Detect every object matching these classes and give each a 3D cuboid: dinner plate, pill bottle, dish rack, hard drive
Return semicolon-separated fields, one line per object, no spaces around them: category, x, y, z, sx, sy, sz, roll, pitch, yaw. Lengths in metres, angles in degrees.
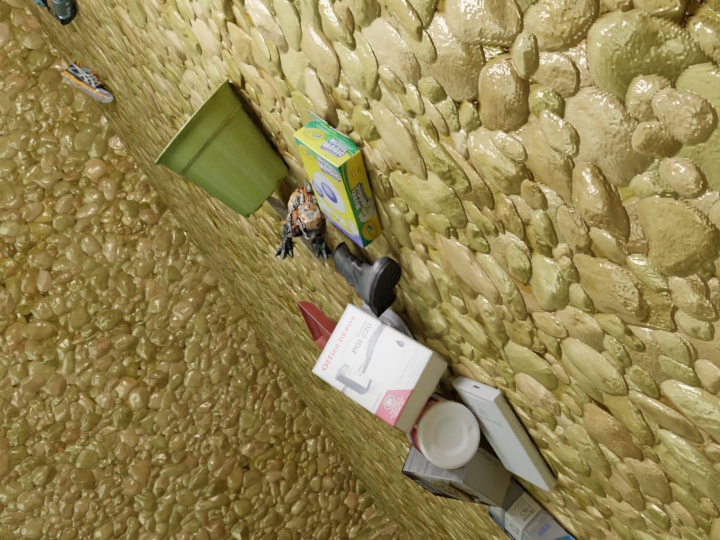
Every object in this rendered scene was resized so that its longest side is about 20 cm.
dinner plate;-0.128;-0.085;1.360;0.201;0.024;0.200;50;180;0
pill bottle;0.141;0.290;1.259;0.115;0.114;0.200;51;172;-2
dish rack;0.069;0.156;1.357;0.202;0.043;0.171;58;162;-23
hard drive;0.245;0.277;1.158;0.202;0.027;0.131;57;163;-15

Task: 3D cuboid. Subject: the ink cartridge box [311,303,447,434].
ink cartridge box;0.032;0.172;1.206;0.198;0.148;0.085;27;174;34

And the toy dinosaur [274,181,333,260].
toy dinosaur;-0.092;-0.095;1.191;0.100;0.201;0.139;9;115;8

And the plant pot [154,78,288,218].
plant pot;-0.236;-0.204;1.228;0.190;0.201;0.199;42;166;-17

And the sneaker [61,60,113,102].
sneaker;-0.933;-0.653;2.333;0.198;0.078;0.078;33;167;1

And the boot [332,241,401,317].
boot;0.000;0.000;1.165;0.132;0.069;0.201;46;161;15

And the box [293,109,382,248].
box;-0.034;-0.137;1.016;0.117;0.048;0.202;40;158;37

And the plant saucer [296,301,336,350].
plant saucer;-0.080;0.184;1.827;0.199;0.037;0.202;39;159;36

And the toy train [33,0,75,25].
toy train;-0.841;-0.758;1.856;0.114;0.086;0.199;42;164;-13

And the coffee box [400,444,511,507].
coffee box;0.187;0.399;1.342;0.112;0.081;0.199;36;154;-21

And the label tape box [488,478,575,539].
label tape box;0.340;0.513;1.326;0.199;0.063;0.145;41;161;34
